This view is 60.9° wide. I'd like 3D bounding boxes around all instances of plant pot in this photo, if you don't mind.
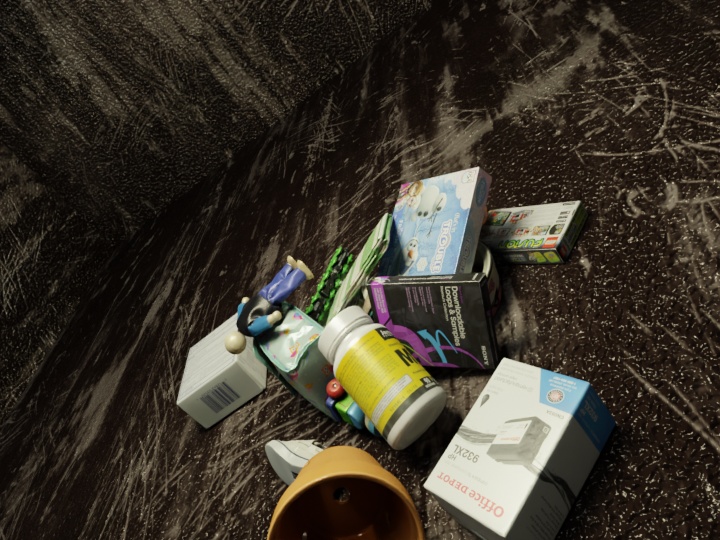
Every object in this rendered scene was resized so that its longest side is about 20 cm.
[{"bbox_3d":[-0.021,0.324,0.796,0.199,0.201,0.140,-39,11,4],"label":"plant pot"}]

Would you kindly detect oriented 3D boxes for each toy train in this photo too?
[{"bbox_3d":[0.042,0.180,1.032,0.114,0.086,0.200,19,57,42],"label":"toy train"},{"bbox_3d":[-0.070,0.034,1.271,0.056,0.041,0.203,-44,17,53],"label":"toy train"}]

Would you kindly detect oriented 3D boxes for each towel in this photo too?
[{"bbox_3d":[0.000,0.000,1.109,0.203,0.023,0.153,-59,7,22],"label":"towel"},{"bbox_3d":[-0.043,0.053,1.261,0.148,0.031,0.203,-34,27,39],"label":"towel"}]

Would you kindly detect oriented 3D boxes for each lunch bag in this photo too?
[{"bbox_3d":[-0.106,0.157,1.125,0.123,0.171,0.198,-48,39,-14],"label":"lunch bag"}]

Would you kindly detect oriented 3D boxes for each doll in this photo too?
[{"bbox_3d":[-0.170,0.065,1.093,0.201,0.049,0.135,-49,33,-15],"label":"doll"}]

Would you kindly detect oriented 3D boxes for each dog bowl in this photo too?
[{"bbox_3d":[0.157,0.043,1.061,0.197,0.074,0.203,-33,29,21],"label":"dog bowl"}]

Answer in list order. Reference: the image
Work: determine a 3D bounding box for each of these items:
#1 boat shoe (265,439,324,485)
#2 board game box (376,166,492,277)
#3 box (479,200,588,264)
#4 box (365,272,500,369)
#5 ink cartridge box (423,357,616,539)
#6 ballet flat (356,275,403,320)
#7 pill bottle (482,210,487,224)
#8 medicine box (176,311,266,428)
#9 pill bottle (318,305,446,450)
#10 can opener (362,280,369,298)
[{"bbox_3d":[-0.092,0.319,1.029,0.069,0.073,0.198,-25,11,-33],"label":"boat shoe"},{"bbox_3d":[0.123,-0.065,1.069,0.196,0.043,0.206,-5,65,51],"label":"board game box"},{"bbox_3d":[0.287,-0.063,1.077,0.197,0.035,0.111,0,50,53],"label":"box"},{"bbox_3d":[0.111,0.079,0.950,0.195,0.147,0.036,-3,21,32],"label":"box"},{"bbox_3d":[0.191,0.224,0.745,0.202,0.084,0.144,-52,29,-17],"label":"ink cartridge box"},{"bbox_3d":[0.022,0.064,1.073,0.068,0.067,0.203,54,138,30],"label":"ballet flat"},{"bbox_3d":[0.151,-0.085,1.182,0.198,0.106,0.108,-27,28,48],"label":"pill bottle"},{"bbox_3d":[-0.309,0.221,1.405,0.180,0.103,0.202,-35,28,15],"label":"medicine box"},{"bbox_3d":[0.028,0.157,0.931,0.114,0.115,0.200,-43,63,-4],"label":"pill bottle"},{"bbox_3d":[0.025,0.044,1.272,0.197,0.077,0.066,-9,80,52],"label":"can opener"}]
